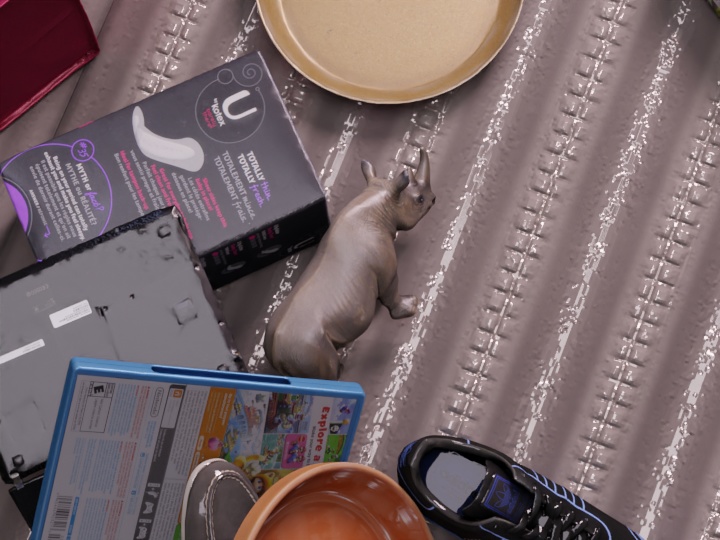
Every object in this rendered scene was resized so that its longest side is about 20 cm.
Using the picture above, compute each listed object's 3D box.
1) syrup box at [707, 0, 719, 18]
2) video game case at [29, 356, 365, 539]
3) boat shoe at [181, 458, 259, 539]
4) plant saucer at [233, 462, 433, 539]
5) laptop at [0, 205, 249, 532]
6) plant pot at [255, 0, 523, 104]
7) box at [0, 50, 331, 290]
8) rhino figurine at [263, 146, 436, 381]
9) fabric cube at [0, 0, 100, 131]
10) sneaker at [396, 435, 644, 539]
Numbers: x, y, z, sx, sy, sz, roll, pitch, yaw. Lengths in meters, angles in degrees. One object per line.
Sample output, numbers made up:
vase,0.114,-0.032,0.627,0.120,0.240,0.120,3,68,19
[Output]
syrup box,0.311,-0.190,1.611,0.079,0.081,0.200,-33,76,-9
video game case,-0.107,0.131,1.491,0.199,0.018,0.144,6,115,-21
boat shoe,-0.072,0.223,1.474,0.067,0.057,0.201,-11,101,-40
plant saucer,-0.021,0.226,1.475,0.032,0.200,0.201,-4,70,43
laptop,-0.164,0.086,1.525,0.177,0.103,0.201,-24,85,-5
plant pot,0.021,-0.213,1.655,0.199,0.027,0.201,0,75,1
box,-0.133,-0.048,1.574,0.199,0.106,0.123,-24,76,-4
rhino figurine,0.000,0.000,1.561,0.060,0.087,0.201,16,71,45
fabric cube,-0.325,-0.195,1.574,0.196,0.200,0.199,-40,79,-9
sneaker,0.114,0.172,1.522,0.199,0.078,0.070,24,77,8
